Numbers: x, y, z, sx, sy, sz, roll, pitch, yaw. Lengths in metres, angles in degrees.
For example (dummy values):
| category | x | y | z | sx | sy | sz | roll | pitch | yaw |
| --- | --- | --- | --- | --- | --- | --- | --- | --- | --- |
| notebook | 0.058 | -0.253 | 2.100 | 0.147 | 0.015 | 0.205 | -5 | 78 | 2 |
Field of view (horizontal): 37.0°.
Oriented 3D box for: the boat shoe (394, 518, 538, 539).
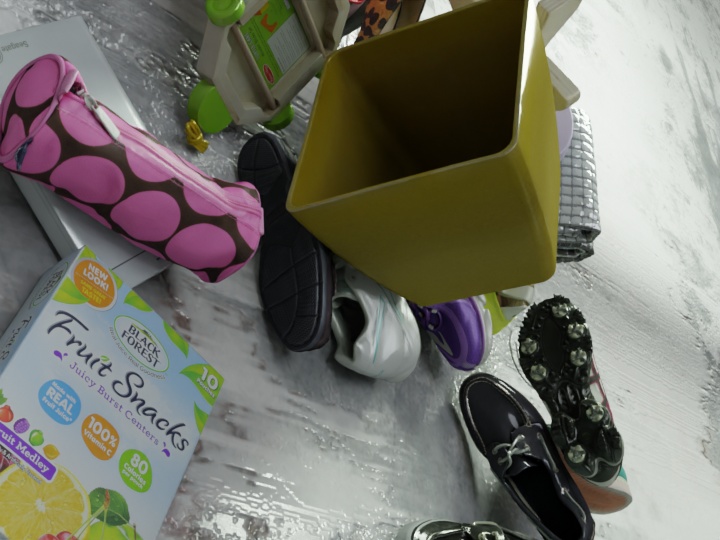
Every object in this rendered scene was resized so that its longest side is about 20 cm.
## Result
| category | x | y | z | sx | sy | sz | roll | pitch | yaw |
| --- | --- | --- | --- | --- | --- | --- | --- | --- | --- |
| boat shoe | 0.107 | 0.254 | 0.960 | 0.199 | 0.063 | 0.072 | 20 | 52 | -47 |

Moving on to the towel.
| category | x | y | z | sx | sy | sz | roll | pitch | yaw |
| --- | --- | --- | --- | --- | --- | --- | --- | --- | --- |
| towel | 0.155 | -0.096 | 1.173 | 0.086 | 0.196 | 0.168 | 94 | -1 | -62 |

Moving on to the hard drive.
| category | x | y | z | sx | sy | sz | roll | pitch | yaw |
| --- | --- | --- | --- | --- | --- | --- | --- | --- | --- |
| hard drive | -0.203 | -0.084 | 0.797 | 0.202 | 0.026 | 0.132 | 60 | 34 | -5 |

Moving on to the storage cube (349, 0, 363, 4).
| category | x | y | z | sx | sy | sz | roll | pitch | yaw |
| --- | --- | --- | --- | --- | --- | --- | --- | --- | --- |
| storage cube | -0.074 | -0.373 | 0.980 | 0.179 | 0.173 | 0.199 | 38 | 22 | 30 |

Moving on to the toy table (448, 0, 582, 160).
| category | x | y | z | sx | sy | sz | roll | pitch | yaw |
| --- | --- | --- | --- | --- | --- | --- | --- | --- | --- |
| toy table | 0.137 | -0.203 | 1.066 | 0.199 | 0.118 | 0.184 | 39 | 68 | 16 |

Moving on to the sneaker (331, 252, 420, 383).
| category | x | y | z | sx | sy | sz | roll | pitch | yaw |
| --- | --- | --- | --- | --- | --- | --- | --- | --- | --- |
| sneaker | 0.000 | 0.000 | 0.981 | 0.080 | 0.070 | 0.204 | 11 | 60 | -47 |

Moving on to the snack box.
| category | x | y | z | sx | sy | sz | roll | pitch | yaw |
| --- | --- | --- | --- | --- | --- | --- | --- | --- | --- |
| snack box | -0.178 | 0.103 | 0.680 | 0.143 | 0.053 | 0.201 | 48 | 36 | -24 |

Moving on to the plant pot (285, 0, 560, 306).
| category | x | y | z | sx | sy | sz | roll | pitch | yaw |
| --- | --- | --- | --- | --- | --- | --- | --- | --- | --- |
| plant pot | 0.078 | -0.084 | 0.920 | 0.177 | 0.197 | 0.202 | 54 | 35 | -38 |

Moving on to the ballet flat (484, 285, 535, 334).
| category | x | y | z | sx | sy | sz | roll | pitch | yaw |
| --- | --- | --- | --- | --- | --- | --- | --- | --- | --- |
| ballet flat | 0.145 | 0.010 | 1.112 | 0.068 | 0.066 | 0.201 | -68 | 151 | -29 |

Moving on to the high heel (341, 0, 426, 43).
| category | x | y | z | sx | sy | sz | roll | pitch | yaw |
| --- | --- | --- | --- | --- | --- | --- | --- | --- | --- |
| high heel | 0.036 | -0.209 | 1.104 | 0.071 | 0.141 | 0.203 | 5 | 64 | -51 |

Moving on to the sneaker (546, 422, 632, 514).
| category | x | y | z | sx | sy | sz | roll | pitch | yaw |
| --- | --- | --- | --- | --- | --- | --- | --- | --- | --- |
| sneaker | 0.220 | 0.196 | 1.159 | 0.199 | 0.071 | 0.081 | 35 | 34 | -40 |

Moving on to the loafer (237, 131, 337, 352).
| category | x | y | z | sx | sy | sz | roll | pitch | yaw |
| --- | --- | --- | --- | --- | --- | --- | --- | --- | --- |
| loafer | -0.052 | -0.025 | 0.929 | 0.063 | 0.071 | 0.203 | 16 | 53 | -53 |

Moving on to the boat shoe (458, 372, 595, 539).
| category | x | y | z | sx | sy | sz | roll | pitch | yaw |
| --- | --- | --- | --- | --- | --- | --- | --- | --- | --- |
| boat shoe | 0.160 | 0.182 | 1.039 | 0.202 | 0.072 | 0.063 | 58 | 1 | 16 |

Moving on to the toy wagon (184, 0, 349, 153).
| category | x | y | z | sx | sy | sz | roll | pitch | yaw |
| --- | --- | --- | --- | --- | --- | --- | --- | --- | --- |
| toy wagon | -0.088 | -0.188 | 0.931 | 0.039 | 0.200 | 0.156 | 35 | -15 | 29 |

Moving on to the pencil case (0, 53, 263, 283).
| category | x | y | z | sx | sy | sz | roll | pitch | yaw |
| --- | --- | --- | --- | --- | --- | --- | --- | --- | --- |
| pencil case | -0.152 | -0.065 | 0.746 | 0.199 | 0.093 | 0.092 | 31 | 45 | -40 |

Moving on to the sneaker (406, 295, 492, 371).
| category | x | y | z | sx | sy | sz | roll | pitch | yaw |
| --- | --- | --- | --- | --- | --- | --- | --- | --- | --- |
| sneaker | 0.053 | 0.016 | 1.058 | 0.083 | 0.081 | 0.202 | -26 | 80 | -43 |

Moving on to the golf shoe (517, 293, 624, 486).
| category | x | y | z | sx | sy | sz | roll | pitch | yaw |
| --- | --- | --- | --- | --- | --- | --- | --- | --- | --- |
| golf shoe | 0.212 | 0.123 | 1.090 | 0.088 | 0.076 | 0.203 | 53 | 22 | -55 |
